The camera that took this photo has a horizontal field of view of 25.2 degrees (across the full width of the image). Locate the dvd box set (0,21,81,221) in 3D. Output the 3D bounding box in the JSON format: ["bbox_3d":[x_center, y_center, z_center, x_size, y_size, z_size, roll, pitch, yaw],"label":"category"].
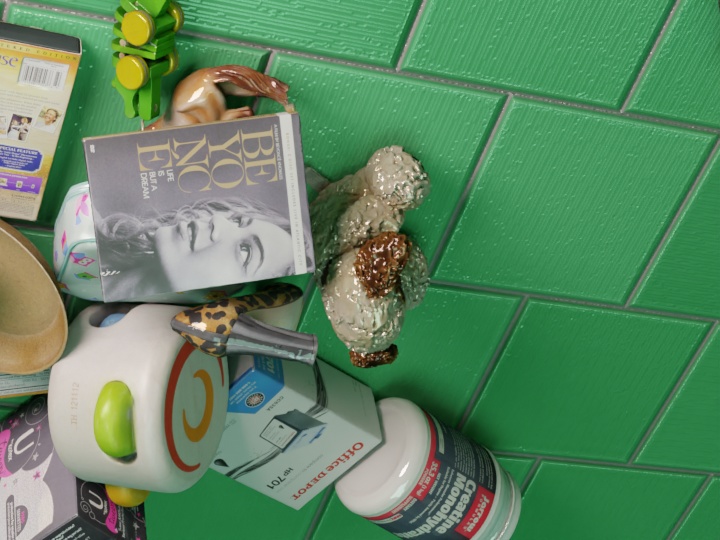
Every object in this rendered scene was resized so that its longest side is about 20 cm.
[{"bbox_3d":[-0.347,-0.139,1.473,0.145,0.030,0.201,8,130,-19],"label":"dvd box set"}]

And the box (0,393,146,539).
[{"bbox_3d":[-0.314,0.236,1.706,0.132,0.201,0.115,-33,130,18],"label":"box"}]

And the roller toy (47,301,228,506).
[{"bbox_3d":[-0.225,0.126,1.617,0.138,0.184,0.201,4,149,20],"label":"roller toy"}]

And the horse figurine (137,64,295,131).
[{"bbox_3d":[-0.147,-0.132,1.513,0.132,0.050,0.200,26,128,-25],"label":"horse figurine"}]

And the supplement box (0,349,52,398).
[{"bbox_3d":[-0.400,0.092,1.647,0.197,0.067,0.069,-5,131,-10],"label":"supplement box"}]

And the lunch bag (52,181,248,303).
[{"bbox_3d":[-0.191,-0.030,1.546,0.197,0.078,0.161,2,157,-17],"label":"lunch bag"}]

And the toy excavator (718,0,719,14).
[{"bbox_3d":[0.398,-0.187,1.577,0.099,0.200,0.197,-11,89,-2],"label":"toy excavator"}]

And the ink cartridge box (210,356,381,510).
[{"bbox_3d":[-0.097,0.161,1.773,0.199,0.086,0.146,32,118,-34],"label":"ink cartridge box"}]

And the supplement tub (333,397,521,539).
[{"bbox_3d":[0.078,0.246,1.855,0.140,0.141,0.199,-40,129,22],"label":"supplement tub"}]

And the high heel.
[{"bbox_3d":[-0.127,0.040,1.599,0.141,0.200,0.072,12,100,-16],"label":"high heel"}]

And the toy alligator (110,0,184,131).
[{"bbox_3d":[-0.201,-0.182,1.447,0.054,0.059,0.202,24,120,20],"label":"toy alligator"}]

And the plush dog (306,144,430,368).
[{"bbox_3d":[0.000,0.000,1.589,0.158,0.173,0.201,-8,134,-7],"label":"plush dog"}]

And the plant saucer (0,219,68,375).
[{"bbox_3d":[-0.359,0.012,1.545,0.198,0.036,0.202,15,131,17],"label":"plant saucer"}]

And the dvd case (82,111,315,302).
[{"bbox_3d":[-0.144,-0.058,1.464,0.197,0.016,0.151,-8,103,-13],"label":"dvd case"}]
